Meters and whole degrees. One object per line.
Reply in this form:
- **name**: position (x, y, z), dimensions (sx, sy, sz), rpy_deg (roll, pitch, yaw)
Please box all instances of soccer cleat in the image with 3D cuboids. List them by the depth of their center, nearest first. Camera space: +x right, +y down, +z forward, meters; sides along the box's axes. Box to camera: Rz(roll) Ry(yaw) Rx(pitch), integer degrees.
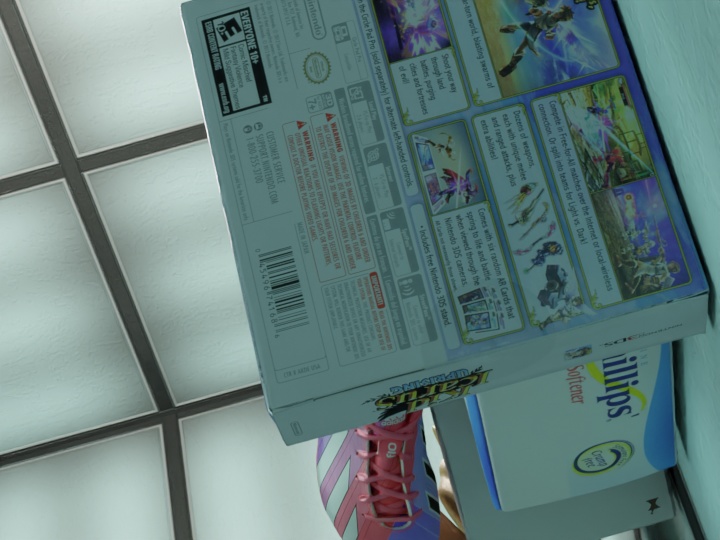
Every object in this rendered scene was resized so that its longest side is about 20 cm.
- **soccer cleat**: position (0.010, 0.085, 1.064), dimensions (0.076, 0.066, 0.202), rpy_deg (-134, 32, -65)

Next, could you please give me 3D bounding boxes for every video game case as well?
- **video game case**: position (0.031, -0.045, 0.834), dimensions (0.046, 0.179, 0.202), rpy_deg (69, -174, -64)

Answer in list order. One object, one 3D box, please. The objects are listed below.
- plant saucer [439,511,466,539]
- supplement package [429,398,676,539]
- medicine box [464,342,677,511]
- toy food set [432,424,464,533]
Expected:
- **plant saucer**: position (0.078, 0.196, 1.207), dimensions (0.200, 0.032, 0.200), rpy_deg (43, 177, 3)
- **supplement package**: position (0.097, 0.060, 1.167), dimensions (0.200, 0.120, 0.121), rpy_deg (-104, -2, -62)
- **medicine box**: position (0.083, -0.015, 0.989), dimensions (0.183, 0.102, 0.201), rpy_deg (73, -177, -57)
- **toy food set**: position (0.123, 0.188, 1.275), dimensions (0.198, 0.049, 0.200), rpy_deg (53, 170, -28)
